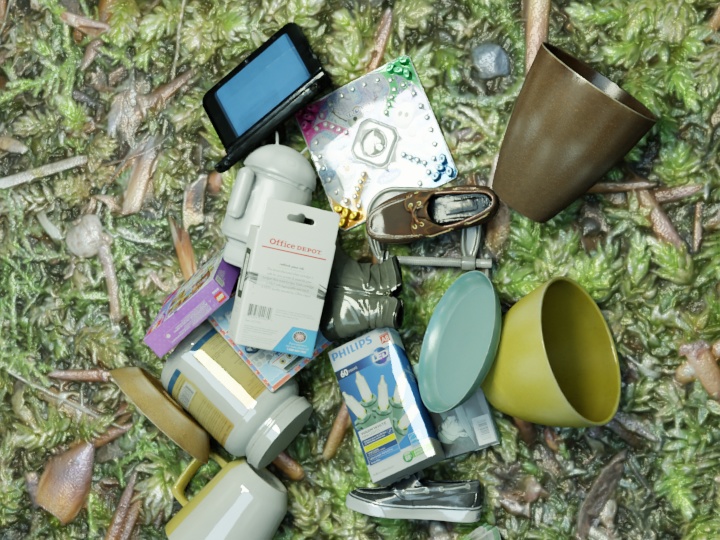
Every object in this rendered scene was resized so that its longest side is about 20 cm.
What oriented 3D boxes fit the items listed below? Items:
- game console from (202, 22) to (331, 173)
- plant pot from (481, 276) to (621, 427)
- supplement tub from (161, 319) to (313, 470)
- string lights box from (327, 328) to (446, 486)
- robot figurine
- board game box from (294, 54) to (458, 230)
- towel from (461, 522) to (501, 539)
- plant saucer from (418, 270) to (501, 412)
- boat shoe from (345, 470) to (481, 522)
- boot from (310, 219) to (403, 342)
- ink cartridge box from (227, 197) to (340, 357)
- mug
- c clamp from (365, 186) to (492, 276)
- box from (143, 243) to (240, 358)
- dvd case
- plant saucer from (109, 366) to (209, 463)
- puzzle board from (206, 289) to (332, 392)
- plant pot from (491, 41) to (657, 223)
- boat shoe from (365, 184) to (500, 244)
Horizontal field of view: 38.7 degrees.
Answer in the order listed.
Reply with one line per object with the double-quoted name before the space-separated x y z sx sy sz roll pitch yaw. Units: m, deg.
"game console" -0.154 -0.260 1.521 0.199 0.176 0.117 -37 99 15
"plant pot" 0.243 0.126 1.395 0.141 0.199 0.203 -22 82 38
"supplement tub" -0.181 0.180 1.515 0.200 0.144 0.145 42 99 12
"string lights box" 0.036 0.192 1.467 0.102 0.059 0.202 -26 68 12
"robot figurine" -0.133 -0.096 1.497 0.112 0.169 0.203 19 88 28
"board game box" 0.019 -0.191 1.532 0.198 0.026 0.203 -24 83 14
"towel" 0.159 0.444 1.390 0.030 0.199 0.151 -29 81 34
"plant saucer" 0.140 0.100 1.414 0.027 0.200 0.203 19 95 -21
"boat shoe" 0.076 0.319 1.479 0.196 0.072 0.069 2 91 13
"boot" 0.000 0.000 1.484 0.129 0.068 0.203 -15 70 18
"ink cartridge box" -0.106 0.007 1.421 0.114 0.068 0.204 12 93 -18
"mug" -0.199 0.353 1.521 0.186 0.149 0.154 38 90 6
"c clamp" 0.100 -0.037 1.492 0.196 0.027 0.174 8 95 10
"box" -0.240 0.039 1.509 0.136 0.200 0.039 -40 103 11
"dvd case" 0.091 0.210 1.504 0.197 0.022 0.148 -20 83 15
"plant saucer" -0.288 0.205 1.523 0.200 0.200 0.035 42 83 13
"puzzle board" -0.106 0.062 1.502 0.199 0.017 0.151 -38 77 -28
"plant pot" 0.271 -0.173 1.400 0.186 0.186 0.202 37 112 13
"boat shoe" 0.099 -0.083 1.449 0.197 0.070 0.072 -14 88 11
